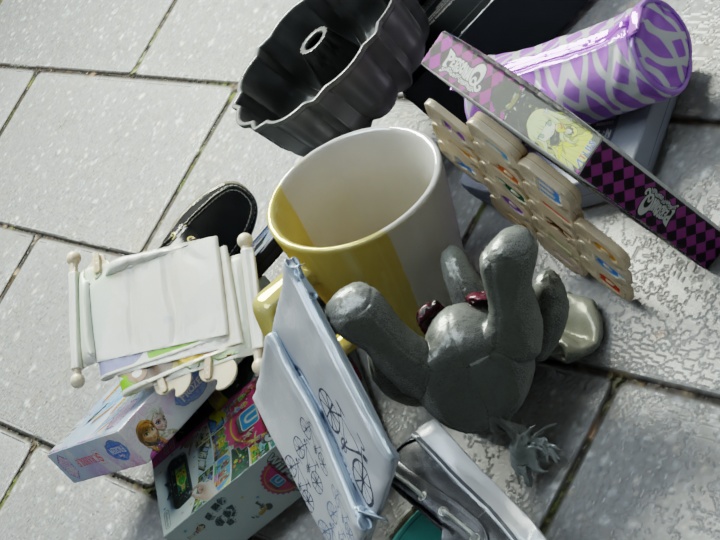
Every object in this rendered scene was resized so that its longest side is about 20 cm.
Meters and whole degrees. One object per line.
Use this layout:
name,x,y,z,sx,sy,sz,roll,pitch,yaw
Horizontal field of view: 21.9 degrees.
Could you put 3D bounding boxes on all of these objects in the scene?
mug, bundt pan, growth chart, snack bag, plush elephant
mug,0.003,-0.007,1.528,0.186,0.153,0.150,-23,38,5
bundt pan,-0.018,-0.182,1.661,0.202,0.076,0.202,-34,31,24
growth chart,-0.168,0.040,1.579,0.199,0.018,0.145,-8,70,22
snack bag,-0.030,0.116,1.396,0.189,0.021,0.200,62,157,26
plush elephant,0.093,0.048,1.415,0.164,0.200,0.155,-27,17,14

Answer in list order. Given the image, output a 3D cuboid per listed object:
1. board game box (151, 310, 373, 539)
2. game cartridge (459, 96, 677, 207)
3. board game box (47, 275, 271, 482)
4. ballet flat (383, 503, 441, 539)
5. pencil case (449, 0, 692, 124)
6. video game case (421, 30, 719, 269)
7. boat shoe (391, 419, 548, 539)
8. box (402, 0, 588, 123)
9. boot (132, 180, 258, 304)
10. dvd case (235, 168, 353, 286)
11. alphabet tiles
board game box,-0.086,0.140,1.597,0.200,0.064,0.148,-40,32,12
game cartridge,0.175,-0.113,1.552,0.200,0.041,0.133,-4,54,49
board game box,-0.175,0.101,1.679,0.200,0.041,0.199,-48,12,-26
ballet flat,0.027,0.247,1.387,0.072,0.072,0.200,16,71,55
pencil case,0.169,-0.159,1.494,0.200,0.085,0.084,-15,48,42
video game case,0.160,-0.088,1.365,0.036,0.200,0.181,-54,49,6
boat shoe,0.085,0.191,1.312,0.068,0.072,0.200,-39,57,-7
box,0.111,-0.239,1.702,0.200,0.079,0.141,-46,30,11
boot,-0.157,0.003,1.687,0.200,0.073,0.151,-47,10,-6
dvd case,-0.056,-0.052,1.664,0.143,0.018,0.200,-48,6,5
alphabet tiles,0.130,-0.054,1.397,0.195,0.200,0.015,40,83,19
